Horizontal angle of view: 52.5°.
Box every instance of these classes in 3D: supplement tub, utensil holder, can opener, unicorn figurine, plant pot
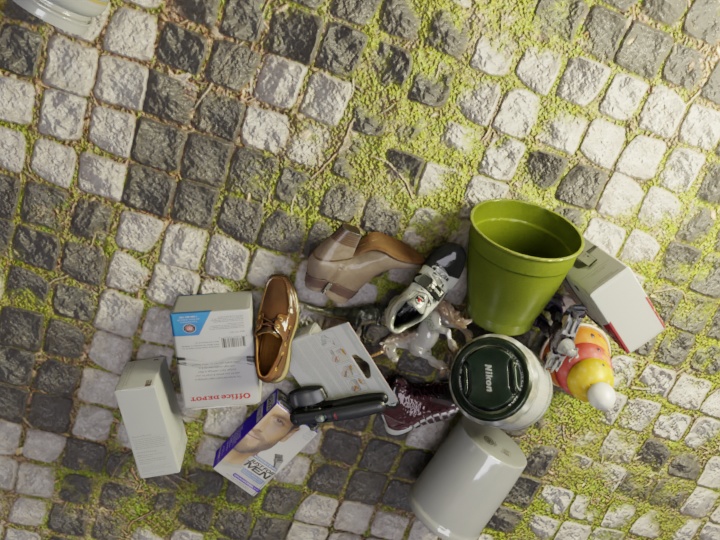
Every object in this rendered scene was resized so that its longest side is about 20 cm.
[{"bbox_3d":[-0.420,-0.468,1.071,0.145,0.146,0.201,30,107,-15],"label":"supplement tub"},{"bbox_3d":[0.215,0.418,1.473,0.169,0.170,0.201,26,105,-14],"label":"utensil holder"},{"bbox_3d":[-0.044,0.260,1.376,0.199,0.063,0.079,-6,119,20],"label":"can opener"},{"bbox_3d":[0.123,0.135,1.384,0.137,0.074,0.200,41,107,17],"label":"unicorn figurine"},{"bbox_3d":[0.271,0.004,1.308,0.199,0.201,0.194,6,124,-7],"label":"plant pot"}]

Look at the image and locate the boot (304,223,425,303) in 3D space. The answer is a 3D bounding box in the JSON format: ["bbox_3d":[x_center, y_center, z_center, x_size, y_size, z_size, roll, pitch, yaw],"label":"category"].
[{"bbox_3d":[0.000,0.000,1.345,0.199,0.070,0.147,22,117,-17],"label":"boot"}]

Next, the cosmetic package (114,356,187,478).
[{"bbox_3d":[-0.397,0.280,1.398,0.081,0.113,0.201,-10,111,0],"label":"cosmetic package"}]

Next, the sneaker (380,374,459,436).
[{"bbox_3d":[0.119,0.242,1.443,0.199,0.076,0.116,-27,109,7],"label":"sneaker"}]

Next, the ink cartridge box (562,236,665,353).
[{"bbox_3d":[0.434,0.036,1.310,0.083,0.200,0.147,-36,110,5],"label":"ink cartridge box"}]

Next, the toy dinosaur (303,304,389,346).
[{"bbox_3d":[-0.008,0.103,1.394,0.198,0.047,0.089,0,108,-1],"label":"toy dinosaur"}]

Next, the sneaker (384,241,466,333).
[{"bbox_3d":[0.119,0.039,1.302,0.074,0.089,0.200,37,105,-6],"label":"sneaker"}]

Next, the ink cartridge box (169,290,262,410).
[{"bbox_3d":[-0.266,0.149,1.367,0.145,0.084,0.201,-3,113,-3],"label":"ink cartridge box"}]

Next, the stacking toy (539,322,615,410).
[{"bbox_3d":[0.434,0.203,1.381,0.145,0.200,0.147,-2,113,-4],"label":"stacking toy"}]

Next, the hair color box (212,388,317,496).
[{"bbox_3d":[-0.191,0.347,1.466,0.109,0.065,0.200,39,103,-17],"label":"hair color box"}]

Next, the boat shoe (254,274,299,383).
[{"bbox_3d":[-0.157,0.106,1.332,0.071,0.068,0.202,4,84,12],"label":"boat shoe"}]

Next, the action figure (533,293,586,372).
[{"bbox_3d":[0.361,0.106,1.336,0.069,0.200,0.131,25,110,-15],"label":"action figure"}]

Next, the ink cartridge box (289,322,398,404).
[{"bbox_3d":[-0.043,0.186,1.393,0.173,0.044,0.201,-21,114,25],"label":"ink cartridge box"}]

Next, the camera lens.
[{"bbox_3d":[0.261,0.208,1.336,0.160,0.160,0.200,-39,153,11],"label":"camera lens"}]
